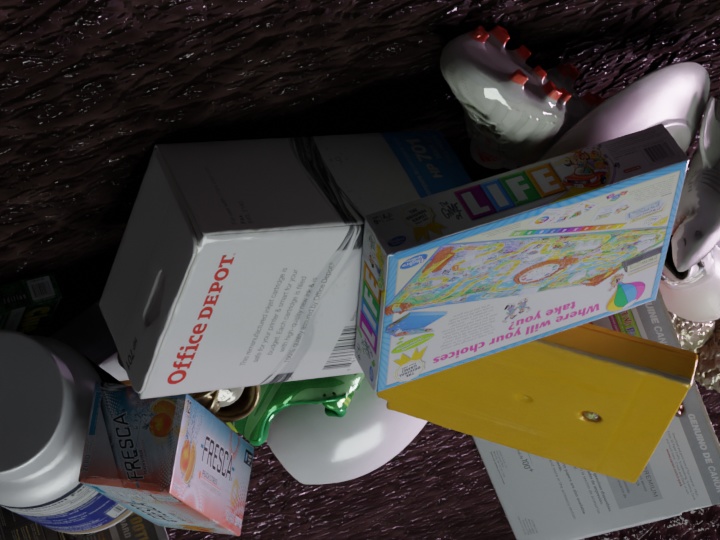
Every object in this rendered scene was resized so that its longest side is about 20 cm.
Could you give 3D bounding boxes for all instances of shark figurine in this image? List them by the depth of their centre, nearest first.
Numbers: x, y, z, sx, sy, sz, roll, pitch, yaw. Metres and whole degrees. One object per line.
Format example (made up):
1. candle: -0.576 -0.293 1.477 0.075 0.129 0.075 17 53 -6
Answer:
1. shark figurine: 0.268 -0.104 1.406 0.128 0.089 0.215 -50 159 -68

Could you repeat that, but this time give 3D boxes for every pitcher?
1. pitcher: 0.019 0.087 1.797 0.200 0.121 0.172 -34 178 8

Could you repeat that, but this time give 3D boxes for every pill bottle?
1. pill bottle: -0.213 0.108 1.454 0.116 0.116 0.200 -21 162 4

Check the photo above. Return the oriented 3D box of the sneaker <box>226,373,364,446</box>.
1. sneaker: -0.020 0.070 1.693 0.200 0.084 0.074 -31 170 1

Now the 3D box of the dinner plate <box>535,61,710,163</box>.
1. dinner plate: 0.156 -0.052 1.392 0.200 0.024 0.200 -37 159 -16

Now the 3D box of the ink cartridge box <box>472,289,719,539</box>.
1. ink cartridge box: 0.171 0.089 1.602 0.176 0.200 0.084 -16 -161 21

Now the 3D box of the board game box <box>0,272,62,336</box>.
1. board game box: -0.270 0.059 1.472 0.105 0.023 0.200 -12 162 -23

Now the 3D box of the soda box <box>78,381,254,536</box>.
1. soda box: -0.126 0.128 1.442 0.064 0.068 0.200 6 166 11

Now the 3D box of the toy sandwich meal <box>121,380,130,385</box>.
1. toy sandwich meal: -0.255 0.125 1.656 0.205 0.070 0.205 -12 165 -3

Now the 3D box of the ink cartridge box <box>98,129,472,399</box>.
1. ink cartridge box: -0.042 -0.005 1.327 0.200 0.086 0.146 -4 139 -29

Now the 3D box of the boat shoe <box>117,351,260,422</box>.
1. boat shoe: -0.105 0.062 1.455 0.074 0.069 0.200 -51 167 -1

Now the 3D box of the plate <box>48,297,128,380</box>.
1. plate: -0.121 0.037 1.575 0.200 0.032 0.200 -4 157 -45

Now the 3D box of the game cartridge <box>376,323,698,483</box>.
1. game cartridge: 0.116 0.075 1.490 0.200 0.032 0.176 18 152 2

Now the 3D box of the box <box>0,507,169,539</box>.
1. box: -0.236 0.226 1.761 0.158 0.200 0.048 -19 161 -9

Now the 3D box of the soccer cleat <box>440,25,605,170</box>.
1. soccer cleat: 0.089 -0.095 1.308 0.078 0.069 0.200 -44 161 15

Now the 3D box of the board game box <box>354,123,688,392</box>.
1. board game box: 0.096 -0.006 1.321 0.200 0.034 0.134 -17 143 -18

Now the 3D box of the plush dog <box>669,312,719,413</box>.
1. plush dog: 0.206 0.027 1.702 0.172 0.200 0.161 -44 148 -35

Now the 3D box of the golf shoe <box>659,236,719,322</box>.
1. golf shoe: 0.223 -0.011 1.572 0.078 0.097 0.200 -28 130 15
